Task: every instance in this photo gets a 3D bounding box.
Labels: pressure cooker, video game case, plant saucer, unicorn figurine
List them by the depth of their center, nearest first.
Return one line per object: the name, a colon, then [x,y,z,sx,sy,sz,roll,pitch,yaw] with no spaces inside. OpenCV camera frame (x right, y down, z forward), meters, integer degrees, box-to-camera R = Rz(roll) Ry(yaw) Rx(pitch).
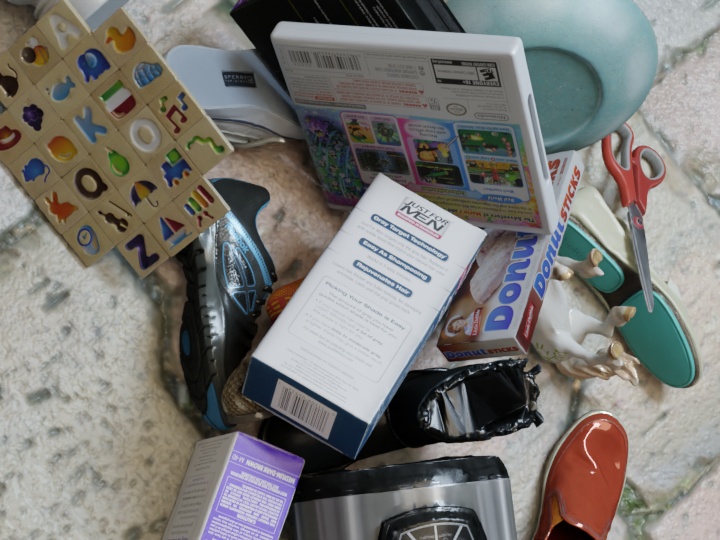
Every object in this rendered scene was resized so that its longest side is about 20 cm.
pressure cooker: [0.042,0.245,1.227,0.178,0.175,0.201,5,77,-54]
video game case: [0.043,-0.108,1.238,0.024,0.199,0.183,-62,148,-36]
plant saucer: [0.140,-0.150,1.297,0.200,0.201,0.039,17,45,-17]
unicorn figurine: [0.153,0.011,1.351,0.074,0.137,0.201,-24,103,-33]

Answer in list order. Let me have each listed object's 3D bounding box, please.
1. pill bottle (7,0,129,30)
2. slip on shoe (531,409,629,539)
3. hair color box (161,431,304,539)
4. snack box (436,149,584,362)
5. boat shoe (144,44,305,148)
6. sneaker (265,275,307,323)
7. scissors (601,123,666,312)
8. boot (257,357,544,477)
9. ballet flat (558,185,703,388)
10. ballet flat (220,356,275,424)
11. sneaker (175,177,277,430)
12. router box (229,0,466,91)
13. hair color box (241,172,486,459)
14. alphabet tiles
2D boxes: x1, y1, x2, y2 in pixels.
pill bottle: [-0.258,-0.278,1.244,0.113,0.113,0.200,-42,96,-22]
slip on shoe: [0.180,0.209,1.347,0.074,0.061,0.201,30,70,-11]
hair color box: [-0.115,0.226,1.205,0.065,0.109,0.201,25,73,-16]
snack box: [0.121,-0.013,1.287,0.024,0.072,0.201,54,43,-35]
boat shoe: [-0.108,-0.129,1.297,0.201,0.086,0.075,-3,74,-51]
sneaker: [0.000,0.000,1.312,0.199,0.073,0.078,-17,84,-39]
scissors: [0.231,-0.052,1.398,0.073,0.014,0.201,34,44,-21]
boot: [0.033,0.113,1.252,0.197,0.162,0.074,-13,91,-21]
ballet flat: [0.239,0.010,1.409,0.069,0.069,0.200,-40,94,-22]
ballet flat: [-0.033,0.069,1.260,0.199,0.067,0.047,-20,99,-44]
sneaker: [-0.099,0.023,1.270,0.081,0.073,0.201,-2,83,-26]
router box: [0.014,-0.160,1.264,0.200,0.149,0.051,52,47,-24]
hair color box: [0.005,0.031,1.207,0.100,0.061,0.200,30,55,7]
alphabet tiles: [-0.194,-0.098,1.226,0.200,0.166,0.006,52,27,-5]
